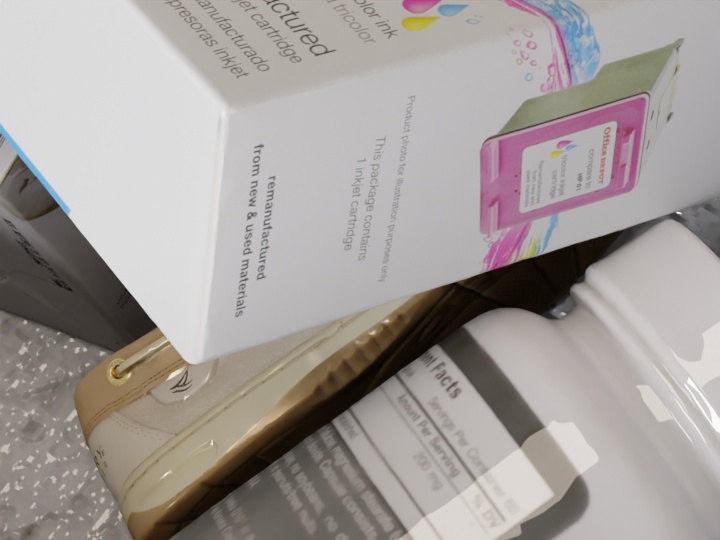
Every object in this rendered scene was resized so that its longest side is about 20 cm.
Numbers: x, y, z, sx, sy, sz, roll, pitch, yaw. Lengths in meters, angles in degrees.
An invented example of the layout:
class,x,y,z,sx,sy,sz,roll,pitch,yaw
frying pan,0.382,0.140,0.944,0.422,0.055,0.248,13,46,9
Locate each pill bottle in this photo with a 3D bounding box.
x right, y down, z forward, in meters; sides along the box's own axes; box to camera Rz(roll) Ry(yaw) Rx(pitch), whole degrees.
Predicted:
class,x,y,z,sx,sy,sz,roll,pitch,yaw
pill bottle,0.030,0.083,0.754,0.200,0.114,0.114,-35,60,-2

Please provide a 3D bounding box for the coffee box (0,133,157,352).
class,x,y,z,sx,sy,sz,roll,pitch,yaw
coffee box,-0.070,-0.091,0.869,0.080,0.114,0.200,19,70,28

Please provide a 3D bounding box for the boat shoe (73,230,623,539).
class,x,y,z,sx,sy,sz,roll,pitch,yaw
boat shoe,0.000,0.000,0.826,0.200,0.074,0.069,-37,66,-2

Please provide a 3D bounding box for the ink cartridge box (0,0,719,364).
class,x,y,z,sx,sy,sz,roll,pitch,yaw
ink cartridge box,0.010,-0.072,0.751,0.199,0.085,0.145,-16,45,-29
